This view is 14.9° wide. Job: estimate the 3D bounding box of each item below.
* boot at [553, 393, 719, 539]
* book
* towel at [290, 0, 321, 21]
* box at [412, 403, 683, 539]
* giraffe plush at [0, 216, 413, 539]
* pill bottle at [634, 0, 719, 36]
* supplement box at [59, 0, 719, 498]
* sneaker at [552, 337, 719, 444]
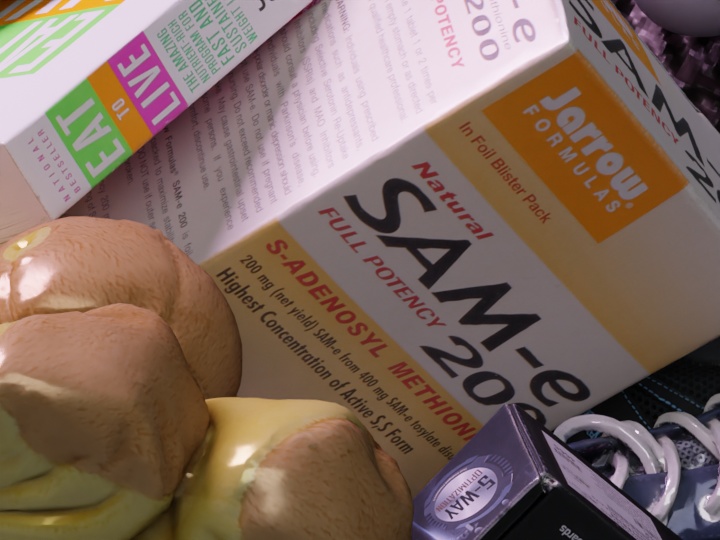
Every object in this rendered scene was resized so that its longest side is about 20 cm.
[{"bbox_3d":[0.091,0.065,0.747,0.200,0.073,0.090,-46,124,7],"label":"boot"},{"bbox_3d":[-0.061,-0.073,0.787,0.200,0.133,0.048,-44,112,-34],"label":"book"},{"bbox_3d":[-0.066,-0.100,0.903,0.144,0.023,0.201,24,74,5],"label":"towel"},{"bbox_3d":[0.058,0.154,0.726,0.200,0.044,0.160,40,101,-22],"label":"box"},{"bbox_3d":[-0.075,0.058,0.658,0.199,0.173,0.162,-23,30,16],"label":"giraffe plush"},{"bbox_3d":[0.109,-0.153,0.880,0.111,0.111,0.200,-29,77,-10],"label":"pill bottle"},{"bbox_3d":[0.000,0.000,0.777,0.200,0.126,0.074,-31,42,18],"label":"supplement box"},{"bbox_3d":[0.113,0.053,0.835,0.199,0.073,0.082,16,74,20],"label":"sneaker"}]
